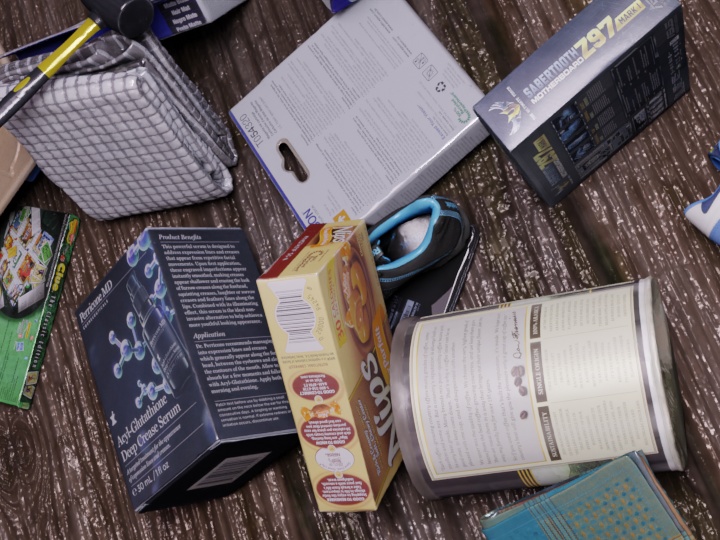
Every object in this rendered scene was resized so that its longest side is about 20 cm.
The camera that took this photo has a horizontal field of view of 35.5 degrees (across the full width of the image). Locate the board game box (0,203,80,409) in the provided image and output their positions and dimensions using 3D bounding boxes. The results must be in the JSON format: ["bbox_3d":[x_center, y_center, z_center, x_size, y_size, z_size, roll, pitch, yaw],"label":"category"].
[{"bbox_3d":[-0.358,0.033,1.155,0.104,0.023,0.202,10,81,23],"label":"board game box"}]

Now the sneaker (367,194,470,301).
[{"bbox_3d":[0.000,0.000,0.962,0.200,0.082,0.073,-40,74,7],"label":"sneaker"}]

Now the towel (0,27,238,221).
[{"bbox_3d":[-0.226,-0.135,1.045,0.164,0.200,0.086,-6,58,21],"label":"towel"}]

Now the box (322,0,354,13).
[{"bbox_3d":[0.006,-0.371,1.007,0.199,0.105,0.185,-33,85,-8],"label":"box"}]

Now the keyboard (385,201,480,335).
[{"bbox_3d":[0.019,0.036,1.003,0.126,0.021,0.201,20,84,20],"label":"keyboard"}]

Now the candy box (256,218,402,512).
[{"bbox_3d":[-0.014,0.074,0.890,0.055,0.115,0.202,-5,111,22],"label":"candy box"}]

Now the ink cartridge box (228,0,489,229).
[{"bbox_3d":[0.000,-0.141,1.033,0.200,0.043,0.197,-40,60,11],"label":"ink cartridge box"}]

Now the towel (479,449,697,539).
[{"bbox_3d":[0.193,0.239,0.819,0.146,0.022,0.201,-32,93,31],"label":"towel"}]

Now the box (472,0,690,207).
[{"bbox_3d":[0.179,-0.135,0.879,0.158,0.200,0.051,-42,71,9],"label":"box"}]

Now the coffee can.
[{"bbox_3d":[0.139,0.093,0.869,0.198,0.146,0.148,-11,73,20],"label":"coffee can"}]

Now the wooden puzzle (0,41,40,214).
[{"bbox_3d":[-0.390,-0.124,1.170,0.200,0.046,0.186,-51,53,24],"label":"wooden puzzle"}]

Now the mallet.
[{"bbox_3d":[-0.264,-0.175,0.940,0.200,0.041,0.066,-40,58,-4],"label":"mallet"}]

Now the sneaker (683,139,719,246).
[{"bbox_3d":[0.324,-0.106,0.884,0.082,0.074,0.201,24,86,27],"label":"sneaker"}]

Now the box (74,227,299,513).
[{"bbox_3d":[-0.149,0.084,0.982,0.148,0.106,0.201,-42,61,39],"label":"box"}]

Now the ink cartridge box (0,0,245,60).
[{"bbox_3d":[-0.221,-0.233,1.079,0.198,0.200,0.041,-15,108,19],"label":"ink cartridge box"}]
